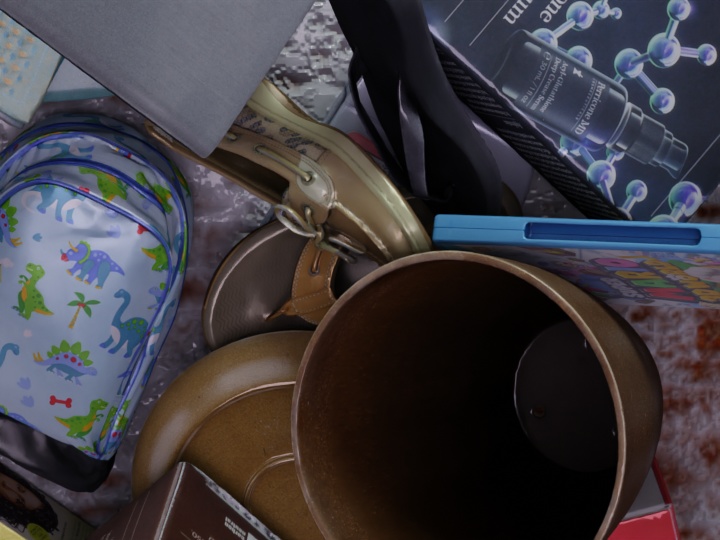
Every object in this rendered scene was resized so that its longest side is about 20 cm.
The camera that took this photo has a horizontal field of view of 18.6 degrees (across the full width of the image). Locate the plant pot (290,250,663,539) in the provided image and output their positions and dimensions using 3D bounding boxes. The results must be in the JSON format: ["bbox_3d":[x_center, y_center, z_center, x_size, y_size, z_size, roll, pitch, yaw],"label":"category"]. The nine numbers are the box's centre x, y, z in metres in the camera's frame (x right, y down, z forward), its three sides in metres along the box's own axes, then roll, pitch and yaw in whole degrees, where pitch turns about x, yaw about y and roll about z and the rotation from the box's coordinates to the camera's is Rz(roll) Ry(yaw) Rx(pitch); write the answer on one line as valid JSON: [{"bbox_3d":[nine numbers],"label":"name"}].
[{"bbox_3d":[0.090,0.077,1.198,0.186,0.200,0.189,2,95,27],"label":"plant pot"}]

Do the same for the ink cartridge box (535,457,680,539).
[{"bbox_3d":[0.161,0.211,1.323,0.083,0.144,0.201,-15,107,4],"label":"ink cartridge box"}]

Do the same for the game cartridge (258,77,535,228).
[{"bbox_3d":[0.015,-0.022,1.303,0.133,0.041,0.201,28,105,-14],"label":"game cartridge"}]

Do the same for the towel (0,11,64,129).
[{"bbox_3d":[-0.218,-0.183,1.102,0.199,0.022,0.147,31,99,-15],"label":"towel"}]

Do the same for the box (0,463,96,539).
[{"bbox_3d":[-0.194,0.178,1.338,0.200,0.075,0.050,37,105,-13],"label":"box"}]

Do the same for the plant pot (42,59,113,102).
[{"bbox_3d":[-0.143,-0.171,1.197,0.198,0.141,0.142,0,108,-4],"label":"plant pot"}]

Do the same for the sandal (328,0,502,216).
[{"bbox_3d":[0.019,-0.090,1.178,0.043,0.076,0.201,-45,133,-19],"label":"sandal"}]

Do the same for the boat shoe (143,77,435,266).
[{"bbox_3d":[-0.038,-0.050,1.223,0.063,0.200,0.073,-43,145,-13],"label":"boat shoe"}]

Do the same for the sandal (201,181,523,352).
[{"bbox_3d":[0.000,0.000,1.262,0.199,0.054,0.081,-19,108,4],"label":"sandal"}]

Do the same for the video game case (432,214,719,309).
[{"bbox_3d":[0.155,-0.002,1.189,0.199,0.143,0.018,3,78,24],"label":"video game case"}]

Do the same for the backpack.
[{"bbox_3d":[-0.174,0.009,1.262,0.162,0.154,0.201,31,91,-4],"label":"backpack"}]

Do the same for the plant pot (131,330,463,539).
[{"bbox_3d":[-0.036,0.133,1.277,0.198,0.028,0.202,0,110,1],"label":"plant pot"}]

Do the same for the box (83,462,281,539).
[{"bbox_3d":[-0.120,0.252,1.229,0.200,0.165,0.166,-39,109,25],"label":"box"}]

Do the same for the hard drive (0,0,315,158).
[{"bbox_3d":[-0.110,-0.165,1.092,0.200,0.033,0.140,36,87,-40],"label":"hard drive"}]

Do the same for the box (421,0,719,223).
[{"bbox_3d":[0.129,-0.134,1.218,0.200,0.107,0.149,41,88,-14],"label":"box"}]
